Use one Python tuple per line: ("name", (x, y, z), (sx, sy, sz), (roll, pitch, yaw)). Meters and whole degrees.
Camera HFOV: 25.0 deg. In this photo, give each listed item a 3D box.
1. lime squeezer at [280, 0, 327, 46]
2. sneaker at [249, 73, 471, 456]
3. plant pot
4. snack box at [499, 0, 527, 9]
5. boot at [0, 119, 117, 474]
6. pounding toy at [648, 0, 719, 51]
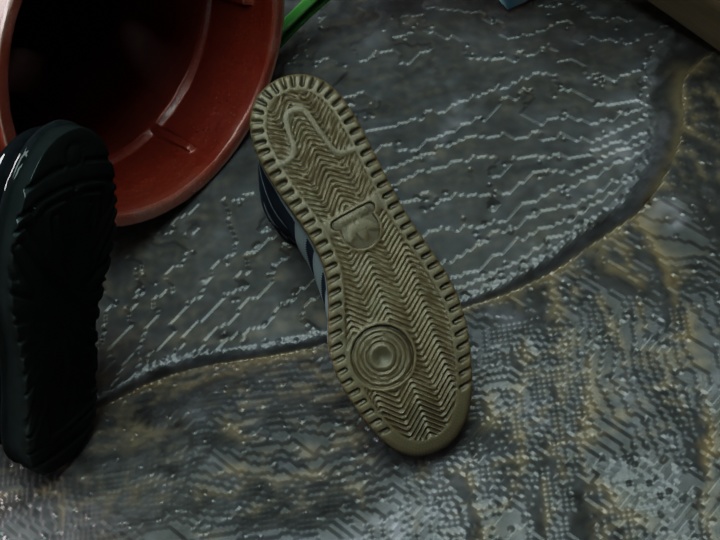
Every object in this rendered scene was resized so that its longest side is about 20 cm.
("lime squeezer", (0.032, -0.178, 0.934), (0.200, 0.038, 0.071), (-9, 91, 24))
("sneaker", (0.000, 0.000, 0.846), (0.070, 0.109, 0.200), (-23, 86, -5))
("plant pot", (-0.181, -0.152, 0.915), (0.195, 0.201, 0.201), (26, 67, 35))
("snack box", (0.147, -0.247, 0.980), (0.200, 0.037, 0.116), (-27, 57, -4))
("boot", (-0.212, -0.007, 0.825), (0.168, 0.201, 0.076), (24, 36, 23))
("pounding toy", (0.202, -0.262, 0.872), (0.184, 0.142, 0.200), (38, 80, 12))
